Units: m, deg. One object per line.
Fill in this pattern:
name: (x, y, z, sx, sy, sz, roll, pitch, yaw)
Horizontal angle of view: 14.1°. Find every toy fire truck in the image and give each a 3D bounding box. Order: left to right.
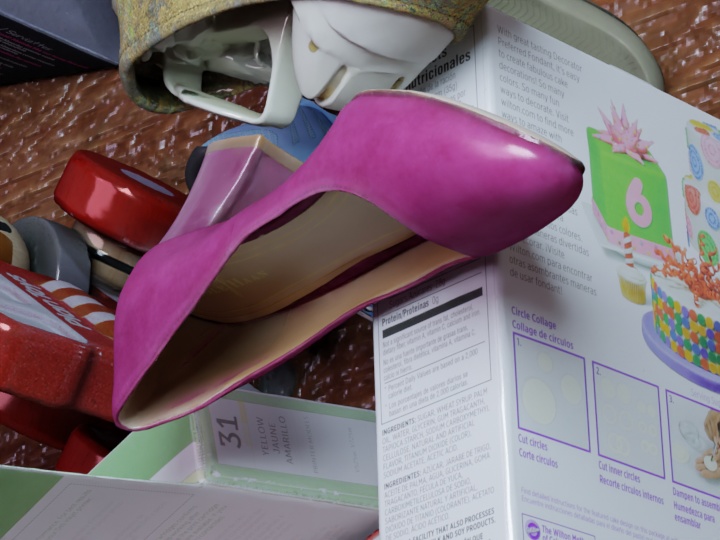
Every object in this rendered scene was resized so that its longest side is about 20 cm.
toy fire truck: (-0.125, 0.013, 1.119, 0.200, 0.168, 0.112, 34, 98, 48)

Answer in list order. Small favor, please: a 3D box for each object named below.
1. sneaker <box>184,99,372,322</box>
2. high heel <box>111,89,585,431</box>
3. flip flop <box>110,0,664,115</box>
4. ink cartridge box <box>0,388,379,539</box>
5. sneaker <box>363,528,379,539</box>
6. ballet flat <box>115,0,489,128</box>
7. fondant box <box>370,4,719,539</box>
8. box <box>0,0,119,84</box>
sneaker: (0.000, 0.000, 1.037, 0.200, 0.090, 0.079, 40, 136, 53)
high heel: (-0.007, 0.005, 0.854, 0.200, 0.067, 0.096, -9, 56, 62)
flip flop: (0.009, -0.081, 1.013, 0.058, 0.199, 0.081, -66, -2, -69)
ink cartridge box: (-0.091, 0.090, 1.008, 0.146, 0.199, 0.048, -43, 46, 43)
sneaker: (-0.010, 0.176, 0.997, 0.200, 0.078, 0.116, -45, 45, 25)
ballet flat: (-0.015, -0.078, 0.913, 0.200, 0.071, 0.071, -2, 71, 54)
fondant box: (0.073, 0.035, 0.918, 0.058, 0.144, 0.201, -24, 57, 41)
box: (-0.195, -0.174, 1.251, 0.114, 0.200, 0.133, -2, 72, 44)
